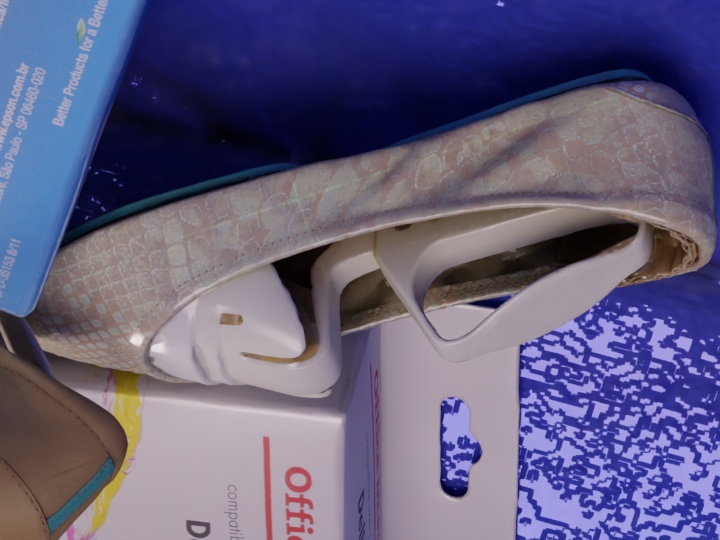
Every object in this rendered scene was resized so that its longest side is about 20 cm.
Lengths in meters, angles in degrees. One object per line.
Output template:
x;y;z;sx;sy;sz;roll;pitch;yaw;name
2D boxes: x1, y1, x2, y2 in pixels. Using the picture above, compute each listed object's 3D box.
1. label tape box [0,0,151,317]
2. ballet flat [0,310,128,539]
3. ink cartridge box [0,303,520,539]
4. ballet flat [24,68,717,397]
-0.152;-0.084;0.678;0.200;0.066;0.143;21;136;-6;label tape box
-0.139;0.011;0.758;0.200;0.063;0.069;41;149;28;ballet flat
-0.055;0.064;0.825;0.200;0.067;0.117;5;124;9;ink cartridge box
0.000;0.000;0.741;0.200;0.062;0.067;-18;150;8;ballet flat
